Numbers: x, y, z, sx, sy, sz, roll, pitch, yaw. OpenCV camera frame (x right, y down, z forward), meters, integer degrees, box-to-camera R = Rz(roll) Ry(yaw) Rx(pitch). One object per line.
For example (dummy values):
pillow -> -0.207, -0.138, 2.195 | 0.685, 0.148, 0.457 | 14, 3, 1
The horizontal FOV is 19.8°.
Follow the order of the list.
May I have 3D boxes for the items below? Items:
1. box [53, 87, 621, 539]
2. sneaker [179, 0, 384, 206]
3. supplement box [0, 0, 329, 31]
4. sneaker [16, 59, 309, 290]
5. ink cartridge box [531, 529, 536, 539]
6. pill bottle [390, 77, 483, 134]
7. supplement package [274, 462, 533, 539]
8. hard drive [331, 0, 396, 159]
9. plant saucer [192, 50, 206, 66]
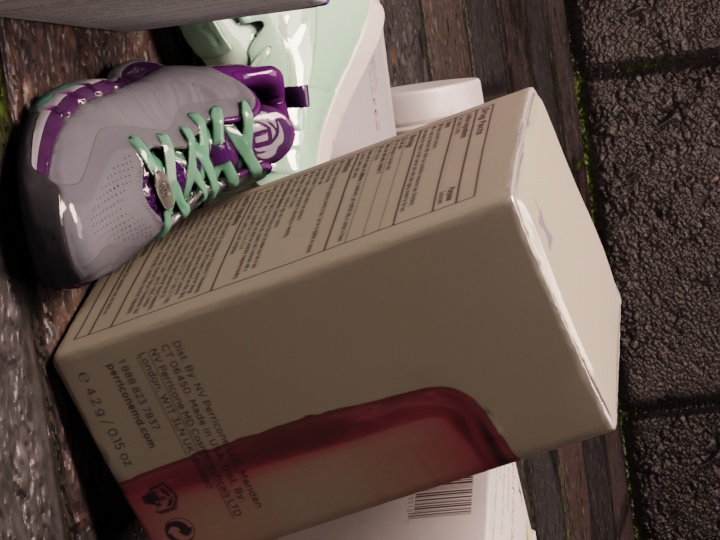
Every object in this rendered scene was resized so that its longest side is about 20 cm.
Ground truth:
box -> -0.004, 0.023, 0.845 | 0.128, 0.200, 0.109 | -71, 139, -64
sneaker -> -0.068, -0.081, 0.998 | 0.118, 0.074, 0.201 | 37, 59, -34
supplement box -> -0.087, -0.155, 0.833 | 0.200, 0.103, 0.101 | -20, 104, -76
sneaker -> -0.077, -0.052, 0.847 | 0.200, 0.087, 0.075 | -68, 149, -67
ink cartridge box -> 0.060, 0.265, 1.233 | 0.067, 0.117, 0.200 | -43, 125, -76
pill bottle -> 0.052, -0.023, 1.370 | 0.112, 0.112, 0.200 | -39, 121, -76
supplement package -> 0.006, 0.179, 0.952 | 0.152, 0.150, 0.200 | -81, 160, -53
hard drive -> -0.015, -0.125, 1.178 | 0.200, 0.025, 0.132 | -8, 91, -78
plant saucer -> -0.049, -0.086, 1.137 | 0.200, 0.032, 0.201 | -6, 90, -78
